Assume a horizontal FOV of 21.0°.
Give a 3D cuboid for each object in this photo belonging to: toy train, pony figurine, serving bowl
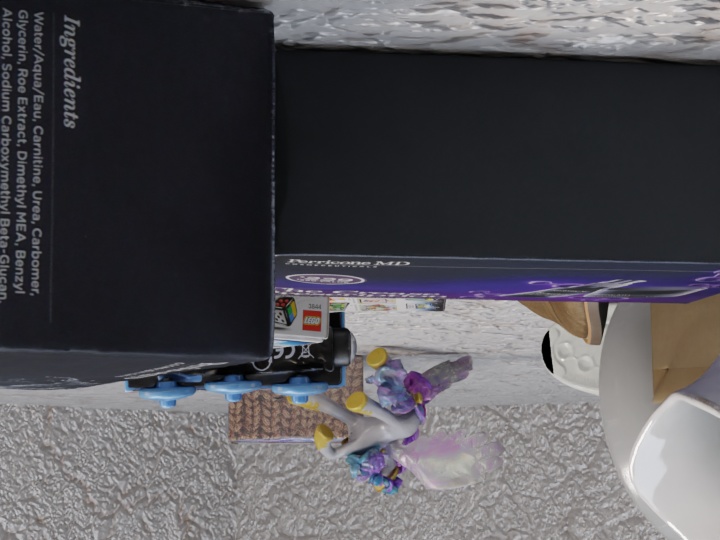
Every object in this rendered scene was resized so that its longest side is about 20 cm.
[{"bbox_3d":[-0.103,0.062,1.559,0.198,0.087,0.114,-2,-177,-4],"label":"toy train"},{"bbox_3d":[0.041,0.169,2.155,0.192,0.167,0.200,-26,138,14],"label":"pony figurine"},{"bbox_3d":[0.246,0.082,1.236,0.199,0.202,0.066,4,164,-34],"label":"serving bowl"}]

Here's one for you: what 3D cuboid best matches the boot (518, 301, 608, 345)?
[{"bbox_3d":[0.103,0.001,1.085,0.075,0.074,0.200,10,176,2],"label":"boot"}]

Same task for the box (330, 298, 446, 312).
[{"bbox_3d":[0.000,0.000,1.199,0.109,0.035,0.200,0,174,1],"label":"box"}]

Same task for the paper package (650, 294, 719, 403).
[{"bbox_3d":[0.295,0.025,1.123,0.199,0.104,0.190,5,171,-34],"label":"paper package"}]

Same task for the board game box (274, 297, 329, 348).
[{"bbox_3d":[-0.132,0.021,1.107,0.199,0.035,0.126,6,173,-25],"label":"board game box"}]

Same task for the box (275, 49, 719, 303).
[{"bbox_3d":[0.055,-0.031,0.748,0.198,0.079,0.141,1,171,-9],"label":"box"}]

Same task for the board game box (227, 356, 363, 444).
[{"bbox_3d":[-0.078,0.158,2.320,0.158,0.098,0.200,0,174,-3],"label":"board game box"}]

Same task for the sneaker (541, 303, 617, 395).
[{"bbox_3d":[0.258,0.072,1.627,0.199,0.081,0.146,-7,168,11],"label":"sneaker"}]

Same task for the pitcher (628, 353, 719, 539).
[{"bbox_3d":[0.206,0.019,0.748,0.200,0.121,0.172,-39,165,-17],"label":"pitcher"}]

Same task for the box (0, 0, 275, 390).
[{"bbox_3d":[-0.156,-0.022,0.646,0.199,0.118,0.196,2,173,-27],"label":"box"}]
